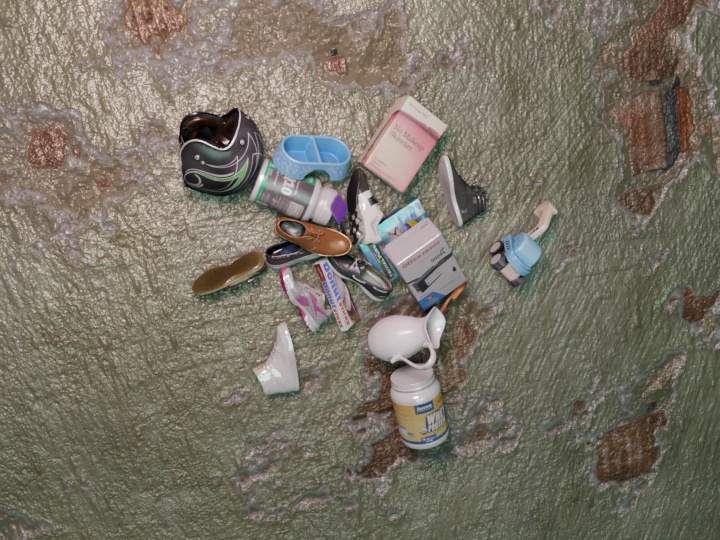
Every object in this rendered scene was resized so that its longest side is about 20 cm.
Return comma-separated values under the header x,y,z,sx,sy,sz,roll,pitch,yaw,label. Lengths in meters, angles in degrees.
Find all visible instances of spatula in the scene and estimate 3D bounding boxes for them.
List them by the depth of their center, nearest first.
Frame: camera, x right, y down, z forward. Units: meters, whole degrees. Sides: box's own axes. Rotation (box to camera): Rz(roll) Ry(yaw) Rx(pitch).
x,y,z,sx,sy,sz,roll,pitch,yaw,label
-0.045,-0.113,1.438,0.020,0.201,0.057,16,60,17,spatula

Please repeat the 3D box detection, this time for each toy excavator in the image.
x,y,z,sx,sy,sz,roll,pitch,yaw,label
0.460,-0.079,1.558,0.100,0.195,0.200,41,121,-17,toy excavator

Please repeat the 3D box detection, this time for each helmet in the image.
x,y,z,sx,sy,sz,roll,pitch,yaw,label
-0.319,-0.272,1.313,0.188,0.200,0.202,-4,104,-14,helmet

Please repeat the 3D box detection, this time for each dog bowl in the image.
x,y,z,sx,sy,sz,roll,pitch,yaw,label
-0.112,-0.278,1.380,0.198,0.050,0.112,-3,60,-26,dog bowl

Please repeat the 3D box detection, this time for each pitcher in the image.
x,y,z,sx,sy,sz,roll,pitch,yaw,label
0.117,0.194,1.499,0.198,0.173,0.121,-17,133,32,pitcher

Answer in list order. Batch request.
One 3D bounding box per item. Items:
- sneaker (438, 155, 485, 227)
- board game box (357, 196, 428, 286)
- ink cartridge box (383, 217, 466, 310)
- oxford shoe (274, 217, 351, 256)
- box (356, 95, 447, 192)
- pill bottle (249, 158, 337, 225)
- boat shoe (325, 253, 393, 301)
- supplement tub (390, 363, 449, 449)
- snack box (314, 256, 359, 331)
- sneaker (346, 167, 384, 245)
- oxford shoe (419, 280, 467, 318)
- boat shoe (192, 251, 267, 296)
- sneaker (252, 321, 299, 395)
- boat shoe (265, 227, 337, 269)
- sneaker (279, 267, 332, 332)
x,y,z,sx,sy,sz,roll,pitch,yaw,label
0.274,-0.225,1.511,0.098,0.071,0.202,-24,113,-7,sneaker
0.102,-0.078,1.521,0.199,0.047,0.152,-34,107,-2,board game box
0.169,-0.014,1.477,0.144,0.084,0.200,-36,131,1,ink cartridge box
-0.115,-0.080,1.391,0.198,0.071,0.072,15,86,-9,oxford shoe
0.102,-0.317,1.429,0.127,0.109,0.201,32,96,-16,box
-0.164,-0.190,1.404,0.198,0.113,0.114,20,99,-16,pill bottle
0.000,0.000,1.477,0.199,0.060,0.076,33,52,-12,boat shoe
0.163,0.379,1.593,0.143,0.145,0.202,-16,107,-7,supplement tub
-0.061,0.057,1.510,0.024,0.072,0.202,-8,111,37,snack box
0.016,-0.162,1.458,0.088,0.074,0.202,0,82,-25,sneaker
0.208,0.085,1.581,0.072,0.071,0.200,41,89,2,oxford shoe
-0.329,0.022,1.445,0.198,0.074,0.065,-22,143,6,boat shoe
-0.232,0.242,1.517,0.114,0.074,0.202,-10,106,-12,sneaker
-0.152,-0.068,1.452,0.198,0.070,0.066,-20,148,0,boat shoe
-0.142,0.064,1.490,0.088,0.081,0.201,-34,120,-6,sneaker
